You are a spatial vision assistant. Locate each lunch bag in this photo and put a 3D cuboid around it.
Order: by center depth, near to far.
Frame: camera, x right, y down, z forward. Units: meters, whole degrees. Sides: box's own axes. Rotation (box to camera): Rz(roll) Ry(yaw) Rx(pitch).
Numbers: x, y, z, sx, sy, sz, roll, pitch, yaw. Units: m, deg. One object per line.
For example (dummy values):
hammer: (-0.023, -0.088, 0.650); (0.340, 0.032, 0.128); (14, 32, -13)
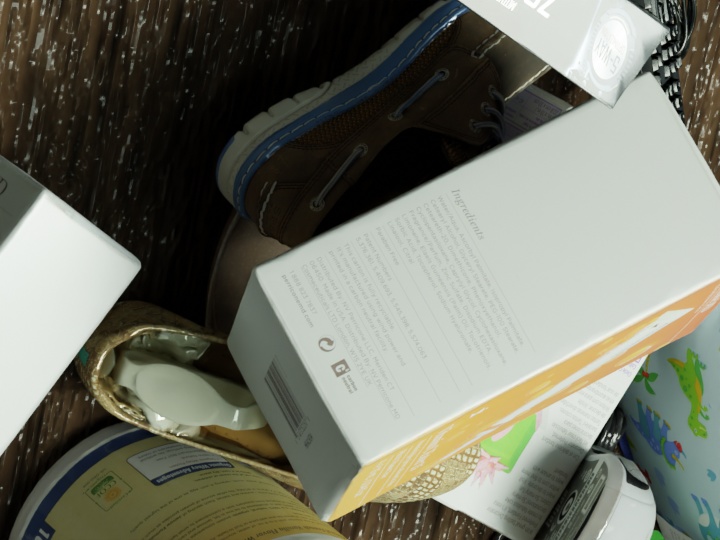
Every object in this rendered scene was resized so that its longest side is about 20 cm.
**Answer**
lunch bag: (0.215, 0.064, 1.575); (0.127, 0.170, 0.201); (-36, 129, -16)

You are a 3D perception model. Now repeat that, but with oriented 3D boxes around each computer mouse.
computer mouse: (0.119, 0.130, 1.532); (0.044, 0.200, 0.110); (31, 93, -6)

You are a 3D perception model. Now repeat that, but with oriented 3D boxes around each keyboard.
keyboard: (0.151, -0.157, 1.458); (0.104, 0.039, 0.201); (-52, 136, -71)

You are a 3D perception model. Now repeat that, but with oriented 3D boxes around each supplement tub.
supplement tub: (-0.066, 0.171, 1.395); (0.144, 0.200, 0.145); (-17, 121, -30)

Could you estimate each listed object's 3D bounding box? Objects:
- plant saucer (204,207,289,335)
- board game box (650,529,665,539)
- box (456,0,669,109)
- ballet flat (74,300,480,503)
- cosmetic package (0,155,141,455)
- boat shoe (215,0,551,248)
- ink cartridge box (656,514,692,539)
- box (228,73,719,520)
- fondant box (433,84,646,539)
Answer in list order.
plant saucer: (0.000, 0.000, 1.472); (0.200, 0.034, 0.201); (-17, 121, -31)
board game box: (0.123, 0.259, 1.574); (0.200, 0.153, 0.040); (-43, 159, 16)
box: (0.027, -0.160, 1.283); (0.160, 0.200, 0.044); (32, 99, -32)
ballet flat: (-0.041, 0.069, 1.384); (0.199, 0.065, 0.071); (14, 102, 0)
cosmetic package: (-0.199, 0.043, 1.298); (0.200, 0.101, 0.071); (-53, 131, -4)
boat shoe: (0.033, -0.068, 1.384); (0.200, 0.072, 0.072); (-33, 149, -14)
ink cartridge box: (0.272, 0.201, 1.666); (0.083, 0.200, 0.146); (-35, 129, -18)
box: (0.055, 0.013, 1.305); (0.199, 0.098, 0.124); (-27, 169, -14)
fondant box: (0.079, 0.022, 1.483); (0.144, 0.058, 0.201); (31, 91, -43)
